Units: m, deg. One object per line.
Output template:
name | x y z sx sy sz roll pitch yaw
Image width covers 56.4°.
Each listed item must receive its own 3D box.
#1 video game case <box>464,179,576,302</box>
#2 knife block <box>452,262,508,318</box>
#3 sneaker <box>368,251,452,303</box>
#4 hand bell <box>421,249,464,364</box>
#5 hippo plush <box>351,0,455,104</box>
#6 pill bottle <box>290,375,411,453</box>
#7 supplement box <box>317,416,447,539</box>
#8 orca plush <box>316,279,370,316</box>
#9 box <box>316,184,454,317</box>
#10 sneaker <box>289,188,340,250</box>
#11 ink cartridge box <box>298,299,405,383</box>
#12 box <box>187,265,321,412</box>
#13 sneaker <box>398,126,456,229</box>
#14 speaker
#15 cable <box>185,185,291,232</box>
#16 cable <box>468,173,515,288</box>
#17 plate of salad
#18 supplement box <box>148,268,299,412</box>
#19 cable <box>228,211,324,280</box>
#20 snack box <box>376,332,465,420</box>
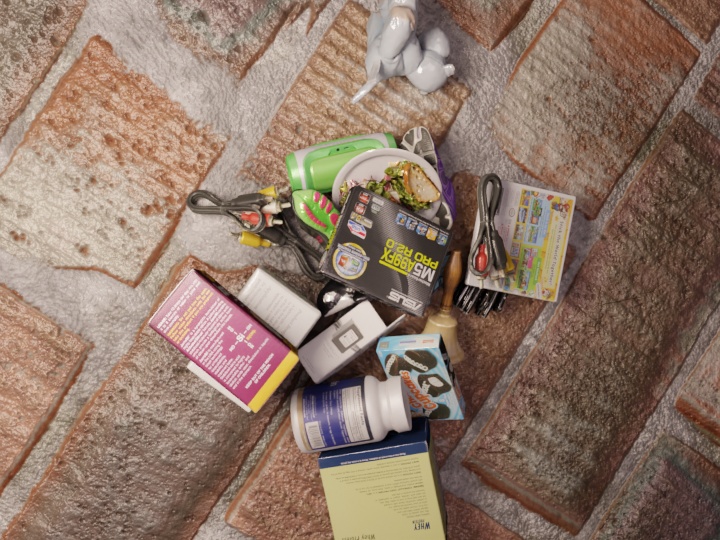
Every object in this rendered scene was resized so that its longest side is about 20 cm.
video game case | 0.297 -0.056 1.250 0.180 0.023 0.203 11 90 -9
knife block | 0.240 -0.017 1.285 0.173 0.064 0.203 -15 95 -8
sneaker | 0.095 0.035 1.259 0.198 0.079 0.097 -20 99 -6
hand bell | 0.157 0.059 1.226 0.103 0.104 0.203 4 112 -9
hippo plush | 0.099 -0.392 1.196 0.159 0.159 0.203 16 72 -20
pill bottle | -0.015 0.250 1.183 0.197 0.116 0.117 -11 95 7
supplement box | 0.046 0.397 1.219 0.197 0.134 0.203 -11 95 9
orca plush | 0.000 0.000 1.199 0.198 0.105 0.072 -27 114 4
box | 0.044 -0.031 1.153 0.198 0.044 0.162 25 80 -13
sneaker | -0.059 -0.079 1.216 0.077 0.084 0.201 -43 128 -10
ink cartridge box | -0.016 0.120 1.223 0.199 0.116 0.067 -36 80 -6
box | -0.179 0.108 1.159 0.130 0.200 0.200 37 87 -7
sneaker | 0.130 -0.171 1.254 0.080 0.083 0.202 -5 113 32
speaker | -0.033 -0.193 1.224 0.197 0.088 0.090 -14 95 -8
cable | -0.220 -0.102 1.181 0.198 0.050 0.098 -3 63 23
cable | 0.220 -0.067 1.196 0.096 0.050 0.203 -10 86 -20
plate of salad | 0.047 -0.127 1.198 0.197 0.048 0.202 0 134 0
supplement box | -0.195 0.100 0.992 0.199 0.131 0.104 40 86 -5
cable | -0.141 -0.059 1.241 0.199 0.050 0.098 31 71 -21
snack box | 0.113 0.198 1.220 0.115 0.037 0.201 -6 129 21
